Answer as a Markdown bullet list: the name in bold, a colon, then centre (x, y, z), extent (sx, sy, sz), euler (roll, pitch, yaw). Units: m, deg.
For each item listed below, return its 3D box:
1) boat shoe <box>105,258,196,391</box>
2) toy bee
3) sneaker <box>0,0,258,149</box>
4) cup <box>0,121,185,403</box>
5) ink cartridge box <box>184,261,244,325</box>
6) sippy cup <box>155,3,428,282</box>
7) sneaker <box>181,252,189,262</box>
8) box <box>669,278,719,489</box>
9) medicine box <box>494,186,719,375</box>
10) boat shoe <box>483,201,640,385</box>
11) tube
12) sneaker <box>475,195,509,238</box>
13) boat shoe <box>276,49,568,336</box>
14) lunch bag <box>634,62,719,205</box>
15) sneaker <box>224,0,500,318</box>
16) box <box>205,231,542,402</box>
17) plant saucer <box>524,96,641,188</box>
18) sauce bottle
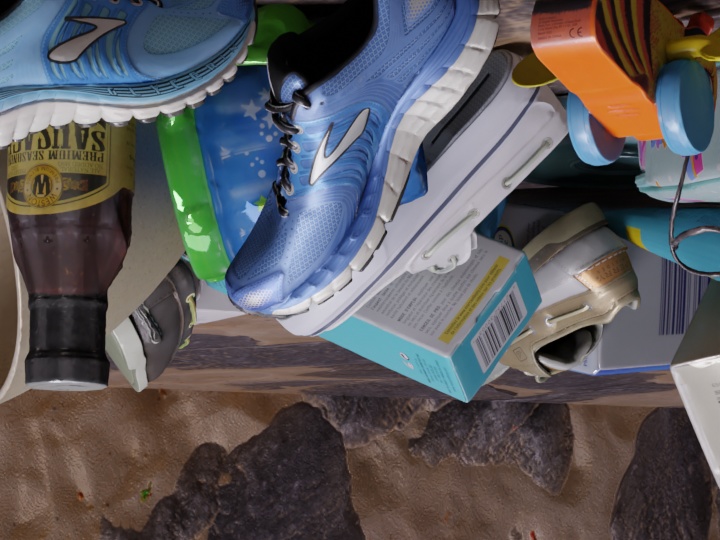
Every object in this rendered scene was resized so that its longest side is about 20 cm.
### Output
- **boat shoe**: centre (-0.131, 0.027, 1.581), extent (0.060, 0.072, 0.201), euler (-34, 179, -8)
- **toy bee**: centre (0.141, -0.099, 1.309), extent (0.130, 0.109, 0.200), euler (6, 149, 12)
- **sneaker**: centre (-0.130, -0.115, 1.169), extent (0.199, 0.091, 0.078), euler (-19, -147, -33)
- **cup**: centre (-0.175, -0.038, 1.427), extent (0.143, 0.202, 0.200), euler (-16, -178, -32)
- **ink cartridge box**: centre (-0.128, -0.023, 1.719), extent (0.067, 0.117, 0.200), euler (4, 172, -32)
- **sippy cup**: centre (-0.035, -0.074, 1.346), extent (0.129, 0.141, 0.178), euler (-12, -170, 3)
- **sneaker**: centre (-0.108, -0.050, 1.506), extent (0.199, 0.080, 0.071), euler (12, 161, 39)
- **box**: centre (0.257, 0.034, 1.535), extent (0.077, 0.095, 0.200), euler (-12, -156, 30)
- **medicine box**: centre (0.166, 0.001, 1.751), extent (0.181, 0.104, 0.200), euler (-3, -172, -34)
- **boat shoe**: centre (0.110, 0.035, 1.608), extent (0.074, 0.069, 0.200), euler (-28, 167, -28)
- **tube**: centre (0.209, -0.018, 1.513), extent (0.077, 0.051, 0.200), euler (7, -173, -24)
- **sneaker**: centre (0.040, -0.024, 1.594), extent (0.080, 0.077, 0.200), euler (23, 162, -4)
- **boat shoe**: centre (0.039, -0.028, 1.437), extent (0.067, 0.200, 0.074), euler (39, -168, -25)
- **lunch bag**: centre (0.256, -0.077, 1.457), extent (0.159, 0.078, 0.200), euler (3, 177, -20)
- **sneaker**: centre (-0.019, -0.071, 1.237), extent (0.089, 0.201, 0.079), euler (21, -163, -27)
- **box**: centre (0.000, 0.000, 1.509), extent (0.199, 0.082, 0.049), euler (23, 154, 32)
- **plant saucer**: centre (0.165, -0.079, 1.644), extent (0.199, 0.028, 0.200), euler (1, 171, 0)
- **sauce bottle**: centre (-0.139, -0.043, 1.255), extent (0.065, 0.202, 0.066), euler (-2, 171, 0)
